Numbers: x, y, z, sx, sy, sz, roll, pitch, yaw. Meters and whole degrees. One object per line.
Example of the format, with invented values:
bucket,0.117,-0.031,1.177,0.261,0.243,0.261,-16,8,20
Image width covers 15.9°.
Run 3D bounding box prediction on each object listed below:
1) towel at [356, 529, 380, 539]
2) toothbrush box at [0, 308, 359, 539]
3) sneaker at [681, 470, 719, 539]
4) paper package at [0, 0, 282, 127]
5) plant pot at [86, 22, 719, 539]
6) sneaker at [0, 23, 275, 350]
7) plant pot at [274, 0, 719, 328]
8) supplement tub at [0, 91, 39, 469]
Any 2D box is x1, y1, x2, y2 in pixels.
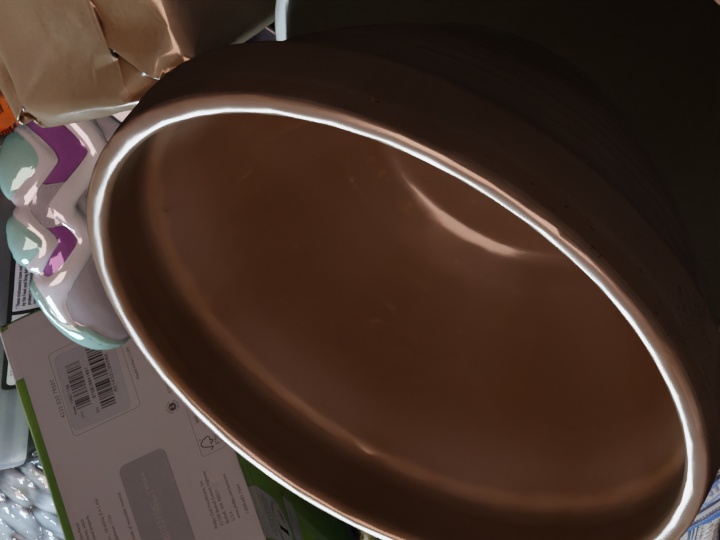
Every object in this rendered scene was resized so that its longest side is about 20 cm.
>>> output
towel,0.064,0.088,1.125,0.037,0.148,0.200,59,176,1
toothbrush box,-0.064,0.100,1.119,0.086,0.146,0.200,-25,156,8
sneaker,0.149,0.125,1.219,0.085,0.077,0.200,25,147,3
paper package,-0.065,-0.178,0.855,0.103,0.200,0.192,-12,111,48
plant pot,0.026,-0.007,0.763,0.200,0.093,0.202,22,146,15
sneaker,-0.064,-0.065,0.979,0.139,0.078,0.202,2,107,23
plant pot,0.101,-0.113,0.832,0.186,0.201,0.188,22,145,16
supplement tub,-0.168,-0.021,1.139,0.122,0.123,0.201,22,128,16
